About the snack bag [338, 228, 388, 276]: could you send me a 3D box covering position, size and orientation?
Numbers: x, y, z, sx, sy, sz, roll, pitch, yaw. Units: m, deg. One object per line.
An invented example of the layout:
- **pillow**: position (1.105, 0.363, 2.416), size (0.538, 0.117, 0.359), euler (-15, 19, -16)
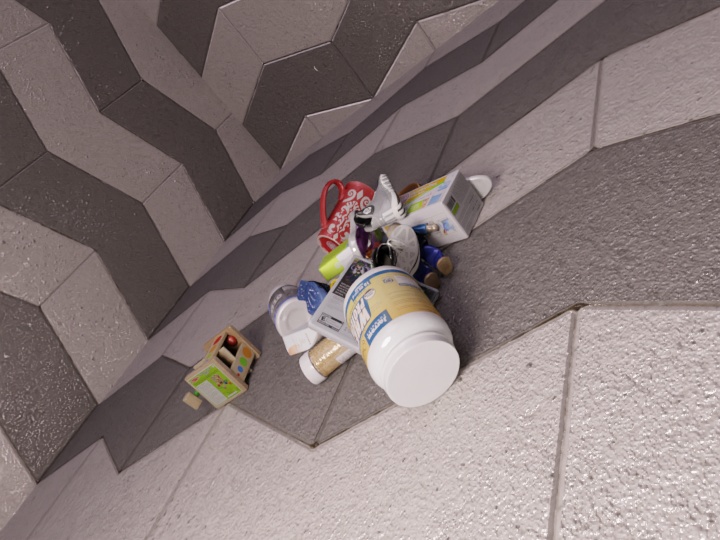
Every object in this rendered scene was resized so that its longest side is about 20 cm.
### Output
- **snack bag**: position (0.038, -0.047, 1.388), size (0.198, 0.021, 0.190), euler (-8, 41, 57)

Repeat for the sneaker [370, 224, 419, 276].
- **sneaker**: position (0.069, -0.030, 0.999), size (0.073, 0.117, 0.205), euler (7, 55, 14)

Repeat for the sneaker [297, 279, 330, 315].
- **sneaker**: position (-0.088, 0.061, 1.215), size (0.200, 0.076, 0.072), euler (-149, 70, -68)

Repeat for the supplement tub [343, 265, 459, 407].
- **supplement tub**: position (0.063, 0.101, 0.857), size (0.144, 0.145, 0.201), euler (-41, 36, 6)

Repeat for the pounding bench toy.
- **pounding bench toy**: position (-0.393, 0.272, 1.454), size (0.198, 0.124, 0.158), euler (-34, 23, 25)

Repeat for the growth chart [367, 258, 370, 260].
- **growth chart**: position (0.059, 0.016, 1.130), size (0.140, 0.018, 0.202), euler (3, 29, 3)

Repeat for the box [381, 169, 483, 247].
- **box**: position (0.158, -0.123, 1.190), size (0.198, 0.102, 0.114), euler (-18, 33, 50)

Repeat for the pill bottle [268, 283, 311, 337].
- **pill bottle**: position (-0.181, 0.103, 1.386), size (0.114, 0.114, 0.200), euler (-45, 20, -5)

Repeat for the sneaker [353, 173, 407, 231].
- **sneaker**: position (0.031, -0.150, 1.203), size (0.113, 0.076, 0.201), euler (-29, 24, 7)

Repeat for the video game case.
- **video game case**: position (0.026, 0.075, 1.016), size (0.196, 0.024, 0.184), euler (22, 60, 23)

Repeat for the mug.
- **mug**: position (-0.053, -0.153, 1.564), size (0.203, 0.174, 0.134), euler (-58, -5, -24)

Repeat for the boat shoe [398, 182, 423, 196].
- **boat shoe**: position (0.104, -0.169, 1.437), size (0.197, 0.069, 0.073), euler (-23, 72, 36)

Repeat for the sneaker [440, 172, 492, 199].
- **sneaker**: position (0.230, -0.197, 1.234), size (0.198, 0.070, 0.101), euler (-25, 32, 51)

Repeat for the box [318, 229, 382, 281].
- **box**: position (-0.016, -0.061, 1.382), size (0.198, 0.048, 0.122), euler (-36, 11, 11)

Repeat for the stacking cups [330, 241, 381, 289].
- **stacking cups**: position (0.000, 0.000, 1.237), size (0.060, 0.061, 0.200), euler (-27, 13, 37)

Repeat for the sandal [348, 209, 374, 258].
- **sandal**: position (0.010, -0.081, 1.228), size (0.049, 0.084, 0.205), euler (-20, 28, 14)

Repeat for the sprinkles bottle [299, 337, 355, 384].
- **sprinkles bottle**: position (-0.035, 0.149, 1.093), size (0.199, 0.068, 0.069), euler (-40, 21, 11)

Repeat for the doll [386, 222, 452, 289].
- **doll**: position (0.115, -0.044, 1.112), size (0.137, 0.048, 0.200), euler (-49, 40, 4)

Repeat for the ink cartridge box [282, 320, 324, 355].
- **ink cartridge box**: position (-0.052, 0.113, 1.151), size (0.197, 0.051, 0.161), euler (-20, 7, 42)

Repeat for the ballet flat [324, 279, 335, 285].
- **ballet flat**: position (-0.036, 0.044, 1.294), size (0.198, 0.071, 0.071), euler (-17, 33, 50)
